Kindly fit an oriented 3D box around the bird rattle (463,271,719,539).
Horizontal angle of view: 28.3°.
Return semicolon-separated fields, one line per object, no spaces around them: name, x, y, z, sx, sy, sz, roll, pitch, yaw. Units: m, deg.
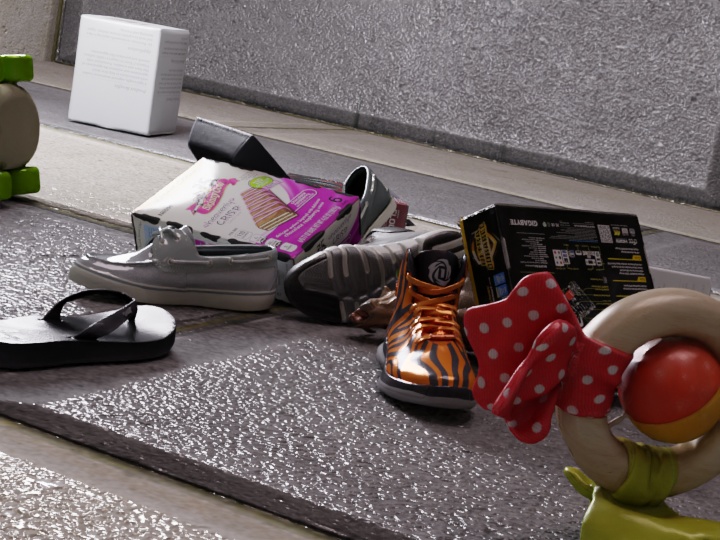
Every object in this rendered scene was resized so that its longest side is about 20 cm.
bird rattle;0.160;0.077;0.854;0.163;0.201;0.113;-31;11;-5

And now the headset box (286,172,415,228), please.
headset box;-0.031;-0.071;1.817;0.199;0.076;0.149;9;9;-9

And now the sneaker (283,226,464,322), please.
sneaker;0.000;0.000;1.421;0.199;0.076;0.115;-11;12;-26

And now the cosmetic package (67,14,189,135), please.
cosmetic package;-0.436;-0.370;2.708;0.164;0.201;0.165;12;11;11

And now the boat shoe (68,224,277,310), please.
boat shoe;-0.169;-0.008;1.325;0.200;0.072;0.070;6;11;-27

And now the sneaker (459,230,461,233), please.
sneaker;0.199;-0.006;1.651;0.198;0.083;0.071;11;24;11

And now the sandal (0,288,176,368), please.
sandal;-0.209;0.041;1.087;0.076;0.043;0.200;16;11;29

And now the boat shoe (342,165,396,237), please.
boat shoe;-0.024;-0.051;1.573;0.072;0.062;0.200;-14;21;34

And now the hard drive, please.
hard drive;-0.110;-0.085;1.629;0.135;0.042;0.200;23;-22;50

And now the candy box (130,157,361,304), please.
candy box;-0.116;-0.044;1.476;0.199;0.061;0.136;14;36;25

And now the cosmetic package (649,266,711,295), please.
cosmetic package;0.272;0.026;1.568;0.199;0.075;0.102;9;-3;-3

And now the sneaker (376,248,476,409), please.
sneaker;0.055;0.041;1.167;0.077;0.113;0.200;8;10;-12

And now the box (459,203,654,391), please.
box;0.184;0.027;1.255;0.199;0.161;0.049;1;-16;-42

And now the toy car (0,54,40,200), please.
toy car;-0.494;-0.168;1.688;0.199;0.165;0.158;0;8;11

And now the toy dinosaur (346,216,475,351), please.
toy dinosaur;0.102;0.046;1.318;0.199;0.136;0.086;32;45;-6
